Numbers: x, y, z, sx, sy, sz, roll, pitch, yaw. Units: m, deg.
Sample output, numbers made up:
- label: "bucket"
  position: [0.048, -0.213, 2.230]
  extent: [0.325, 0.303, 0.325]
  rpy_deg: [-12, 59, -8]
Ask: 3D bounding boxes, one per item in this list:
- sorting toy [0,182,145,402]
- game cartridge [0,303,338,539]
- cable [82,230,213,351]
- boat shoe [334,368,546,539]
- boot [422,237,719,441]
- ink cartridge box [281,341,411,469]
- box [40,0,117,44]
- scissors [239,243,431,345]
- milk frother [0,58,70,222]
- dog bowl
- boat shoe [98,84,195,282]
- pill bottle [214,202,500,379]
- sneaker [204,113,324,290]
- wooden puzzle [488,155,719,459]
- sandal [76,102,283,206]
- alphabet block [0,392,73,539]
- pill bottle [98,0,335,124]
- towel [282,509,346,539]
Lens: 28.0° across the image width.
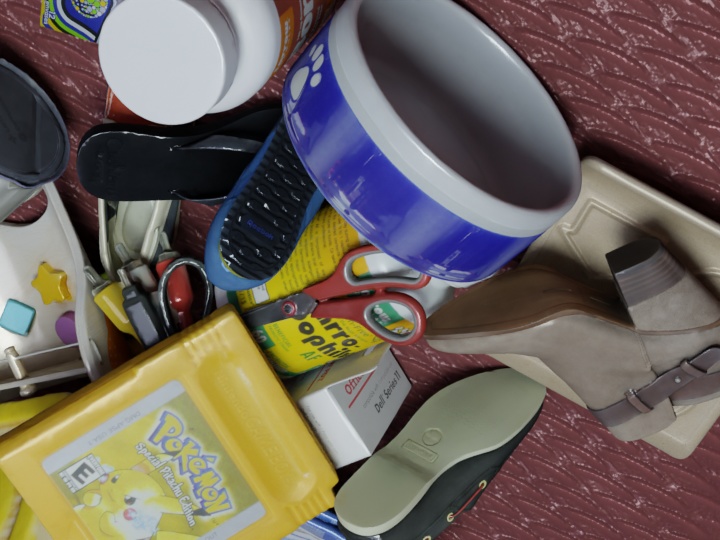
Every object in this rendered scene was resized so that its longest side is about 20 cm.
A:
- label: "sorting toy"
  position: [-0.267, 0.011, 1.182]
  extent: [0.200, 0.107, 0.181]
  rpy_deg: [-13, 97, 39]
- label: "game cartridge"
  position: [-0.135, 0.145, 1.050]
  extent: [0.200, 0.032, 0.177]
  rpy_deg: [-30, 110, 1]
- label: "cable"
  position: [-0.133, 0.067, 1.104]
  extent: [0.097, 0.050, 0.201]
  rpy_deg: [-23, 97, 10]
- label: "boat shoe"
  position: [0.065, 0.148, 1.104]
  extent: [0.074, 0.201, 0.063]
  rpy_deg: [31, 148, 40]
- label: "boot"
  position: [0.161, 0.062, 1.014]
  extent: [0.199, 0.070, 0.146]
  rpy_deg: [-18, 123, 17]
- label: "ink cartridge box"
  position: [-0.037, 0.112, 1.141]
  extent: [0.200, 0.117, 0.067]
  rpy_deg: [-25, 103, 28]
- label: "box"
  position: [-0.175, -0.265, 1.016]
  extent: [0.064, 0.070, 0.201]
  rpy_deg: [17, 121, 7]
- label: "scissors"
  position: [-0.040, 0.017, 1.027]
  extent: [0.199, 0.014, 0.073]
  rpy_deg: [-1, 105, 25]
- label: "milk frother"
  position: [-0.363, -0.084, 1.087]
  extent: [0.188, 0.200, 0.181]
  rpy_deg: [-36, 84, 32]
- label: "dog bowl"
  position: [0.049, -0.094, 0.957]
  extent: [0.200, 0.200, 0.079]
  rpy_deg: [43, 124, -7]
- label: "boat shoe"
  position: [-0.173, -0.084, 1.116]
  extent: [0.071, 0.063, 0.201]
  rpy_deg: [14, 119, 13]
- label: "pill bottle"
  position: [0.000, 0.000, 1.073]
  extent: [0.200, 0.113, 0.113]
  rpy_deg: [-23, 108, 27]
- label: "sneaker"
  position: [-0.050, -0.071, 1.037]
  extent: [0.066, 0.200, 0.078]
  rpy_deg: [37, 162, -12]
- label: "wooden puzzle"
  position: [0.205, 0.026, 1.063]
  extent: [0.185, 0.046, 0.200]
  rpy_deg: [29, 126, 2]
- label: "sandal"
  position: [-0.109, -0.077, 1.073]
  extent: [0.199, 0.043, 0.076]
  rpy_deg: [-7, 118, -7]
- label: "alphabet block"
  position: [-0.248, 0.234, 1.175]
  extent: [0.196, 0.196, 0.200]
  rpy_deg: [-14, 142, 38]
- label: "pill bottle"
  position: [-0.093, -0.172, 0.962]
  extent: [0.112, 0.200, 0.113]
  rpy_deg: [8, 119, 14]
- label: "towel"
  position: [-0.016, 0.237, 1.192]
  extent: [0.147, 0.024, 0.200]
  rpy_deg: [27, 159, 1]
